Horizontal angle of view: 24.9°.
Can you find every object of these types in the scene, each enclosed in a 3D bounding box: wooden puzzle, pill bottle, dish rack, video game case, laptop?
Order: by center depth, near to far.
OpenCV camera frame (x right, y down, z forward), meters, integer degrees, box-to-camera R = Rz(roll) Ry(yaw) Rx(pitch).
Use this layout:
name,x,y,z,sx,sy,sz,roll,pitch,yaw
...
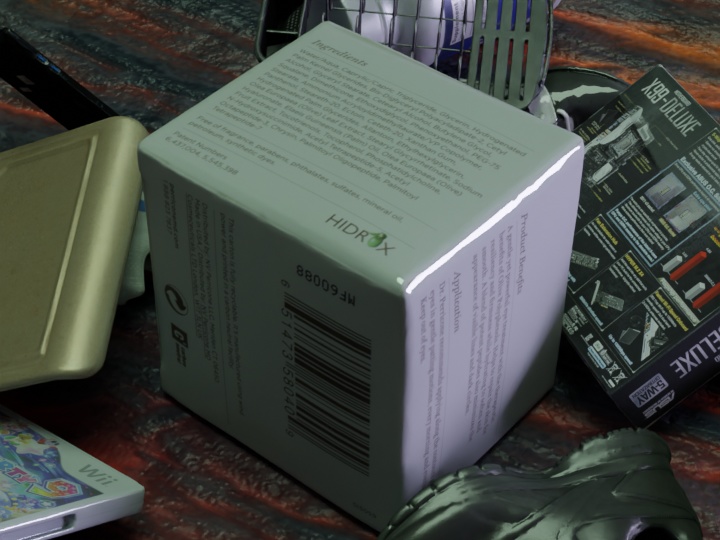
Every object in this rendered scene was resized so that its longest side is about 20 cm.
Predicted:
name,x,y,z,sx,sy,sz,roll,pitch,yaw
video game case,-0.237,0.117,0.882,0.143,0.018,0.200,22,19,35
wooden puzzle,-0.227,0.002,1.011,0.199,0.037,0.185,-10,54,25
laptop,-0.151,-0.133,1.115,0.103,0.200,0.177,-55,21,-9
dish rack,0.034,-0.178,1.129,0.199,0.055,0.154,6,60,3
pill bottle,0.051,-0.222,1.260,0.200,0.120,0.120,-26,48,-25

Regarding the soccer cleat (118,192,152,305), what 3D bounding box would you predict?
name,x,y,z,sx,sy,sz,roll,pitch,yaw
soccer cleat,-0.107,-0.034,1.103,0.200,0.070,0.087,-24,84,-41

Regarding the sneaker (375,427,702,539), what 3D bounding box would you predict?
name,x,y,z,sx,sy,sz,roll,pitch,yaw
sneaker,0.097,0.151,0.885,0.199,0.076,0.091,-16,51,-15

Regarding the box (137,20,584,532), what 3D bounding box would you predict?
name,x,y,z,sx,sy,sz,roll,pitch,yaw
box,0.000,0.000,0.954,0.200,0.199,0.171,30,49,29

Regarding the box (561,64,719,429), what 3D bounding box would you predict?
name,x,y,z,sx,sy,sz,roll,pitch,yaw
box,0.181,-0.020,1.024,0.158,0.050,0.200,-39,43,6

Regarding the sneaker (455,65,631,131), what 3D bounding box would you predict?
name,x,y,z,sx,sy,sz,roll,pitch,yaw
sneaker,0.100,-0.092,1.155,0.199,0.074,0.089,-3,41,12
